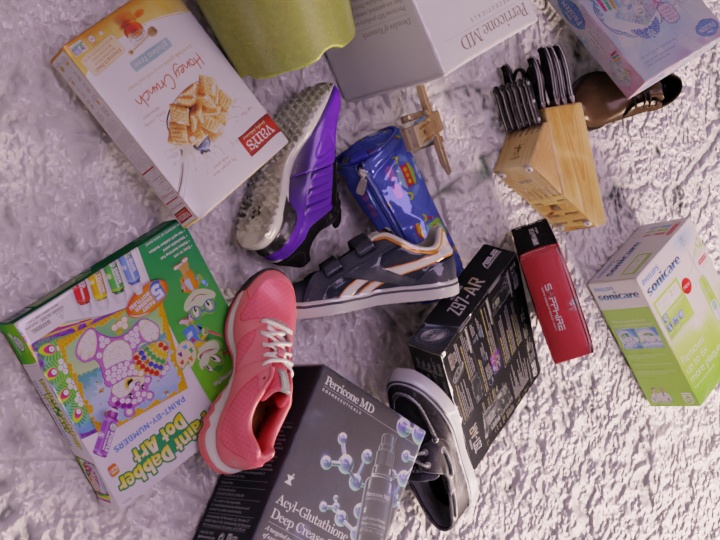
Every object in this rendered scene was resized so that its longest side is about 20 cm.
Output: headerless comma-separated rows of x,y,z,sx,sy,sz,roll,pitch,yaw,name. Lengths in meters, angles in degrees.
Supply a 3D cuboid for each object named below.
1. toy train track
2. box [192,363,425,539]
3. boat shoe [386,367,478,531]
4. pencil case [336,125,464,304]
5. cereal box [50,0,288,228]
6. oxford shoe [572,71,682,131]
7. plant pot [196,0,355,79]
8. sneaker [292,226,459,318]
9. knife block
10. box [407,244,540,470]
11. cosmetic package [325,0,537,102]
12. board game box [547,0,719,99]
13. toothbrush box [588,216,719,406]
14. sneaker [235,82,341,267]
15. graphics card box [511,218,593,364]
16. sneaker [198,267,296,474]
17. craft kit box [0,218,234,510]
0.061,-0.150,1.309,0.200,0.032,0.115,-49,122,-74,toy train track
-0.049,0.215,1.191,0.148,0.107,0.201,35,64,-29,box
0.068,0.195,1.288,0.068,0.071,0.201,-53,135,-41,boat shoe
0.045,-0.056,1.310,0.201,0.078,0.087,63,31,-14,pencil case
-0.177,-0.160,1.151,0.200,0.039,0.144,51,53,-10,cereal box
0.341,-0.230,1.558,0.199,0.084,0.073,-22,100,-36,oxford shoe
-0.094,-0.295,1.177,0.200,0.200,0.185,-37,119,-34,plant pot
0.000,0.000,1.240,0.199,0.078,0.080,-9,98,-12,sneaker
0.242,-0.169,1.485,0.200,0.064,0.176,37,65,-29,knife block
0.131,0.097,1.331,0.160,0.043,0.201,-50,141,-30,box
0.050,-0.313,1.288,0.167,0.166,0.201,-34,107,-35,cosmetic package
0.349,-0.340,1.554,0.200,0.043,0.199,-31,78,-35,board game box
0.404,0.056,1.574,0.146,0.086,0.201,-41,108,-34,toothbrush box
-0.055,-0.093,1.251,0.099,0.069,0.201,34,70,-38,sneaker
0.216,0.018,1.377,0.200,0.051,0.126,-68,138,-77,graphics card box
-0.086,0.095,1.136,0.073,0.087,0.201,23,72,-35,sneaker
-0.203,0.084,1.127,0.200,0.048,0.198,-37,110,-34,craft kit box
